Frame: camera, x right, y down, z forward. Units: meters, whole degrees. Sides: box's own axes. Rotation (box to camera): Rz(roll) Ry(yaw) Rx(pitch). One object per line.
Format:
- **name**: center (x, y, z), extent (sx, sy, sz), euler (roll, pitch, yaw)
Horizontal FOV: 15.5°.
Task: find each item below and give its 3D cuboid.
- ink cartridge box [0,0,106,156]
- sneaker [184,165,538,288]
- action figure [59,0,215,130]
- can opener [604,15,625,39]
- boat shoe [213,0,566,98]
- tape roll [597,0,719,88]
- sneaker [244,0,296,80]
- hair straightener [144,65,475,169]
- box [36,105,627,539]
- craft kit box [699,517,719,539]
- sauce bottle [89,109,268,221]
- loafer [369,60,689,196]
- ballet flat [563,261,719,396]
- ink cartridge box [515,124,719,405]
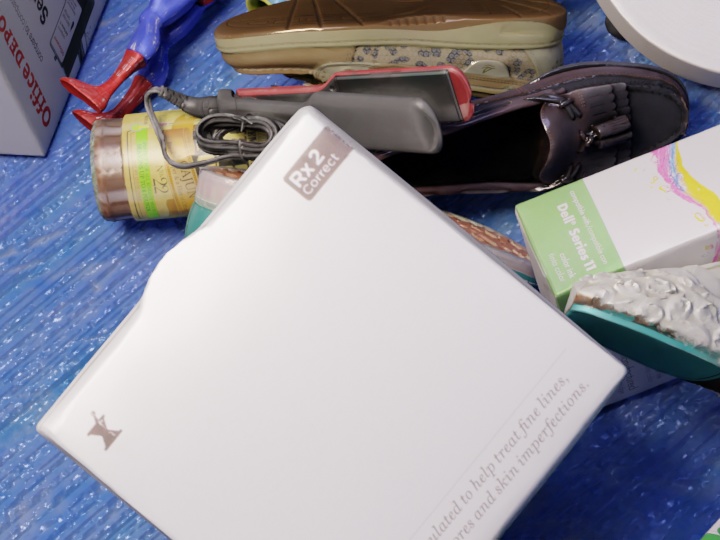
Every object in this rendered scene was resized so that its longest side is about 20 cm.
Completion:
- **ink cartridge box**: center (-0.217, -0.189, 1.604), extent (0.083, 0.147, 0.200), euler (7, 60, 18)
- **sneaker**: center (0.000, 0.000, 1.471), extent (0.200, 0.071, 0.080), euler (13, 101, 7)
- **action figure**: center (-0.105, -0.170, 1.611), extent (0.052, 0.065, 0.200), euler (35, 72, 25)
- **can opener**: center (0.214, -0.213, 1.554), extent (0.200, 0.063, 0.079), euler (-40, 56, -14)
- **boat shoe**: center (0.017, -0.120, 1.502), extent (0.200, 0.063, 0.073), euler (-1, 22, 0)
- **tape roll**: center (0.223, -0.202, 1.508), extent (0.203, 0.037, 0.203), euler (0, 81, 0)
- **sneaker**: center (0.022, -0.159, 1.562), extent (0.200, 0.080, 0.131), euler (11, 58, 33)
- **hair straightener**: center (-0.041, -0.082, 1.440), extent (0.200, 0.041, 0.077), euler (6, 36, 31)
- **box**: center (-0.009, 0.063, 1.261), extent (0.200, 0.131, 0.199), euler (40, 90, 6)
- **craft kit box**: center (0.268, 0.142, 1.234), extent (0.200, 0.198, 0.049), euler (10, 103, 22)
- **sauce bottle**: center (-0.054, -0.068, 1.524), extent (0.200, 0.065, 0.065), euler (-7, 55, 5)
- **loafer**: center (0.088, -0.068, 1.467), extent (0.200, 0.072, 0.063), euler (-8, 23, -1)
- **ballet flat**: center (0.190, 0.035, 1.336), extent (0.200, 0.072, 0.072), euler (27, 57, -19)
- **ink cartridge box**: center (0.193, -0.015, 1.390), extent (0.200, 0.117, 0.067), euler (-22, 52, 0)
